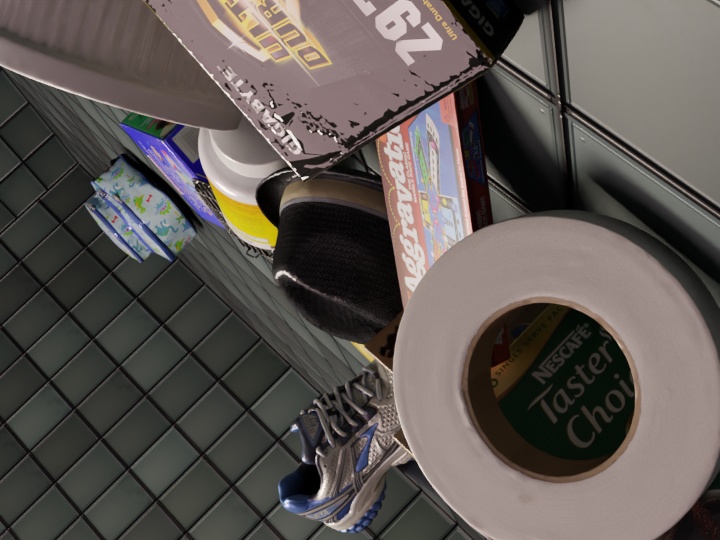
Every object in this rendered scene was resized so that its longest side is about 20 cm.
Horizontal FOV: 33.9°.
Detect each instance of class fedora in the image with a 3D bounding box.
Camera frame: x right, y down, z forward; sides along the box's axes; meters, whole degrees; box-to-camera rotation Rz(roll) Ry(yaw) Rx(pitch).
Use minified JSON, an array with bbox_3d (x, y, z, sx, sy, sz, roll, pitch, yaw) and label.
[{"bbox_3d":[0.000,0.000,0.937,0.200,0.092,0.201,15,158,7],"label":"fedora"}]

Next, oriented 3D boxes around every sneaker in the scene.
[{"bbox_3d":[-0.005,0.124,0.916,0.085,0.200,0.077,13,-152,-23],"label":"sneaker"}]

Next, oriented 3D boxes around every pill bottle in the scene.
[{"bbox_3d":[-0.082,-0.095,1.043,0.109,0.109,0.200,44,170,11],"label":"pill bottle"}]

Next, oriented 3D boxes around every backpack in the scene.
[{"bbox_3d":[-0.427,-0.103,2.314,0.200,0.147,0.183,34,167,38],"label":"backpack"}]

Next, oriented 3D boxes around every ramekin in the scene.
[{"bbox_3d":[-0.170,-0.183,0.867,0.200,0.105,0.200,18,-170,-3],"label":"ramekin"}]

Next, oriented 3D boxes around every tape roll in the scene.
[{"bbox_3d":[0.114,0.066,0.680,0.203,0.203,0.037,43,-153,17],"label":"tape roll"}]

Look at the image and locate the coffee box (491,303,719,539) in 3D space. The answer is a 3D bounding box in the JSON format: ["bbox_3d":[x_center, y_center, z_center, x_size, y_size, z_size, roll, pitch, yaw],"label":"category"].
[{"bbox_3d":[0.175,0.100,0.737,0.200,0.123,0.044,41,171,33],"label":"coffee box"}]

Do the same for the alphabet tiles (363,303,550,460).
[{"bbox_3d":[0.104,0.079,0.808,0.200,0.167,0.008,40,163,31],"label":"alphabet tiles"}]

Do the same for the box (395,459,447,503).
[{"bbox_3d":[0.111,0.120,0.940,0.107,0.149,0.200,32,176,-21],"label":"box"}]

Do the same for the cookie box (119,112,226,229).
[{"bbox_3d":[-0.191,-0.132,1.436,0.171,0.075,0.200,50,168,-27],"label":"cookie box"}]

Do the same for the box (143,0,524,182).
[{"bbox_3d":[-0.038,-0.156,0.598,0.200,0.049,0.160,49,138,-14],"label":"box"}]

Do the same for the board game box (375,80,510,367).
[{"bbox_3d":[0.048,-0.044,0.753,0.103,0.019,0.200,33,140,54],"label":"board game box"}]

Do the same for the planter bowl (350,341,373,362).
[{"bbox_3d":[0.027,0.043,1.148,0.200,0.083,0.200,45,170,10],"label":"planter bowl"}]

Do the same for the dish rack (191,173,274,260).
[{"bbox_3d":[-0.086,-0.050,1.282,0.200,0.055,0.154,22,156,35],"label":"dish rack"}]
